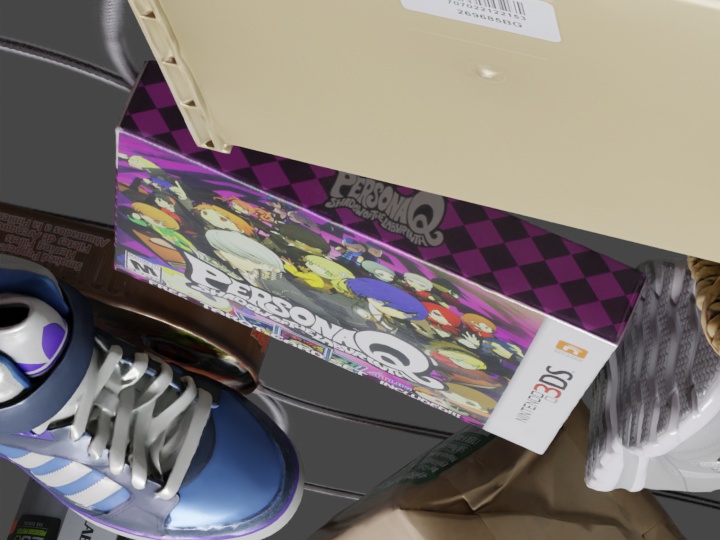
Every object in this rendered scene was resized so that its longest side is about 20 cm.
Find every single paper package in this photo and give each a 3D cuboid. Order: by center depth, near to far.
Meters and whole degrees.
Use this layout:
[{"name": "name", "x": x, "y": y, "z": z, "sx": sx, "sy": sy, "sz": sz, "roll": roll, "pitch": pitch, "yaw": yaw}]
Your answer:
[{"name": "paper package", "x": 0.079, "y": 0.165, "z": 1.292, "sx": 0.191, "sy": 0.103, "sz": 0.200, "roll": 53, "pitch": 161, "yaw": 1}]

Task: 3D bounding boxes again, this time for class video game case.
[{"name": "video game case", "x": 0.000, "y": 0.000, "z": 1.087, "sx": 0.200, "sy": 0.036, "sz": 0.181, "roll": 24, "pitch": 163, "yaw": 1}]

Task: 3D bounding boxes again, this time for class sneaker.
[{"name": "sneaker", "x": 0.138, "y": 0.042, "z": 1.072, "sx": 0.082, "sy": 0.075, "sz": 0.200, "roll": 4, "pitch": 168, "yaw": -3}, {"name": "sneaker", "x": -0.119, "y": 0.055, "z": 1.205, "sx": 0.200, "sy": 0.081, "sz": 0.146, "roll": 23, "pitch": 166, "yaw": 4}]

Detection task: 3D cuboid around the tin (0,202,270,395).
[{"name": "tin", "x": -0.136, "y": 0.009, "z": 1.276, "sx": 0.199, "sy": 0.042, "sz": 0.112, "roll": 15, "pitch": 166, "yaw": 11}]

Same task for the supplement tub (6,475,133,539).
[{"name": "supplement tub", "x": -0.167, "y": 0.220, "z": 1.660, "sx": 0.122, "sy": 0.200, "sz": 0.123, "roll": 17, "pitch": 161, "yaw": 6}]

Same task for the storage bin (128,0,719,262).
[{"name": "storage bin", "x": 0.044, "y": -0.088, "z": 0.719, "sx": 0.199, "sy": 0.094, "sz": 0.199, "roll": 15, "pitch": 161, "yaw": 14}]

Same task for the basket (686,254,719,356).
[{"name": "basket", "x": 0.185, "y": 0.039, "z": 0.866, "sx": 0.200, "sy": 0.143, "sz": 0.149, "roll": 33, "pitch": 157, "yaw": -36}]
